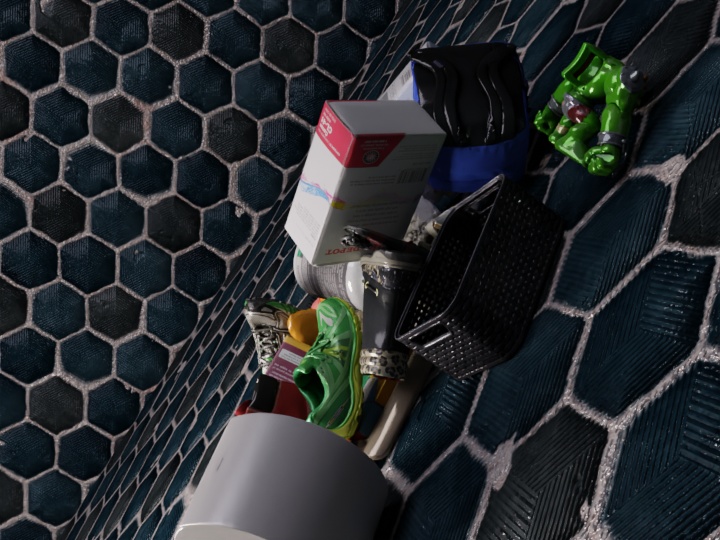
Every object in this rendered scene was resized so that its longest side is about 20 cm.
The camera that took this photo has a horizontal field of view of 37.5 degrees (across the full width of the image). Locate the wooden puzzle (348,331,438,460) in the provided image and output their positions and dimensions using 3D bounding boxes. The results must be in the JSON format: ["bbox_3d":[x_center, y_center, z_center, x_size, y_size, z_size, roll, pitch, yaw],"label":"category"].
[{"bbox_3d":[0.020,0.162,1.381,0.186,0.037,0.200,-61,14,-19],"label":"wooden puzzle"}]

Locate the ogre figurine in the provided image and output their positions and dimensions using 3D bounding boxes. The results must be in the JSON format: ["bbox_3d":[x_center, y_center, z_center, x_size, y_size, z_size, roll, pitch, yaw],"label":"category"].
[{"bbox_3d":[0.263,-0.187,1.202,0.200,0.098,0.121,-62,-3,-72],"label":"ogre figurine"}]

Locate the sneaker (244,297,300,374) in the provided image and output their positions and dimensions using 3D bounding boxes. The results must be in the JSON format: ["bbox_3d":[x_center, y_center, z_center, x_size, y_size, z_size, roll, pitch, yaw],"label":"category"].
[{"bbox_3d":[-0.122,0.109,1.580,0.077,0.201,0.086,4,55,24],"label":"sneaker"}]

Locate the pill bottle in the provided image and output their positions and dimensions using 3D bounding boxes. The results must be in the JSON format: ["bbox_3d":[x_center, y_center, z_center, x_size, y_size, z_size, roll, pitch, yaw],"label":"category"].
[{"bbox_3d":[0.000,0.000,1.544,0.199,0.113,0.114,15,70,51],"label":"pill bottle"}]

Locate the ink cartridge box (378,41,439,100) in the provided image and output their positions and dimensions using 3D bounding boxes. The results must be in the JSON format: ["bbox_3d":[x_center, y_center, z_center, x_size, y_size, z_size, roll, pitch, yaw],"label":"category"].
[{"bbox_3d":[0.132,-0.233,1.582,0.160,0.199,0.048,-47,33,35],"label":"ink cartridge box"}]

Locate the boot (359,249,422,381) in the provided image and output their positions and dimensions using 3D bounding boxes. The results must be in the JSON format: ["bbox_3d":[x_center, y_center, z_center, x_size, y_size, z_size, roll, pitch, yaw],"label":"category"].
[{"bbox_3d":[0.029,0.058,1.328,0.204,0.073,0.155,134,144,-83],"label":"boot"}]

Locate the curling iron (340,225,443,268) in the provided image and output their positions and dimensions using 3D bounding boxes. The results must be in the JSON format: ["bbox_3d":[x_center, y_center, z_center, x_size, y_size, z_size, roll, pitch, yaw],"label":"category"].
[{"bbox_3d":[0.052,-0.028,1.360,0.049,0.199,0.026,5,84,50],"label":"curling iron"}]

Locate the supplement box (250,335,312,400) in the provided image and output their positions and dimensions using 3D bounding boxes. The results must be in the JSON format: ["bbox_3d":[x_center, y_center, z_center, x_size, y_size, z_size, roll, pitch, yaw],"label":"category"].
[{"bbox_3d":[-0.096,0.209,1.471,0.201,0.110,0.086,-61,-20,-18],"label":"supplement box"}]

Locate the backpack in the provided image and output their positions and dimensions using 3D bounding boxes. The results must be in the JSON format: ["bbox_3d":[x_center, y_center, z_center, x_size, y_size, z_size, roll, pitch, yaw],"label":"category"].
[{"bbox_3d":[0.156,-0.193,1.443,0.169,0.161,0.201,76,-173,-46],"label":"backpack"}]

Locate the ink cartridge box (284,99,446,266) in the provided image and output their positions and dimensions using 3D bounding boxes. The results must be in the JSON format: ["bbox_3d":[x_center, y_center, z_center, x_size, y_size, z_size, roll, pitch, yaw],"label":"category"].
[{"bbox_3d":[0.003,-0.113,1.355,0.086,0.147,0.201,53,135,35],"label":"ink cartridge box"}]

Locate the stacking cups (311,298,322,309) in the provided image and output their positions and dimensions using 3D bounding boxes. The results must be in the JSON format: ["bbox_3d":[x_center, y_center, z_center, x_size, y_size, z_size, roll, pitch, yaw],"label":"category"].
[{"bbox_3d":[-0.027,0.028,1.815,0.200,0.060,0.061,-46,16,44],"label":"stacking cups"}]

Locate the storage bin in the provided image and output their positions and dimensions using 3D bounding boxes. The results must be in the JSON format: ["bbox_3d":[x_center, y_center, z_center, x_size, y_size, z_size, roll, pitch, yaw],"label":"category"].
[{"bbox_3d":[0.136,0.008,1.204,0.135,0.093,0.201,-35,26,57],"label":"storage bin"}]

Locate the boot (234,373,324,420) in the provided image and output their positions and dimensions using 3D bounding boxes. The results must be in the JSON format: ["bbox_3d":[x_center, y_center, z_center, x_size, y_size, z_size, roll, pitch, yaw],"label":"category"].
[{"bbox_3d":[-0.091,0.227,1.317,0.073,0.143,0.201,123,153,-51],"label":"boot"}]

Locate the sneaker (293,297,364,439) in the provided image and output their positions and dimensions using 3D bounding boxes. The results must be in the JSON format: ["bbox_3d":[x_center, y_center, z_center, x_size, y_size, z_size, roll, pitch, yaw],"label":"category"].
[{"bbox_3d":[-0.042,0.114,1.332,0.074,0.083,0.201,118,155,-47],"label":"sneaker"}]

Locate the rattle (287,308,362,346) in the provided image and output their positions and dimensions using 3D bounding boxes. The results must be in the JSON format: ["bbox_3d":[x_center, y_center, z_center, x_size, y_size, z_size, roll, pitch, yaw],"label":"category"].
[{"bbox_3d":[-0.049,0.075,1.625,0.201,0.142,0.131,-90,17,-56],"label":"rattle"}]

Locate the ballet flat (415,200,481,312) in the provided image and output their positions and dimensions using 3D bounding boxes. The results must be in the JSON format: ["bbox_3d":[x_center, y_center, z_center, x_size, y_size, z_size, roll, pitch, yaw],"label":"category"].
[{"bbox_3d":[0.110,-0.036,1.463,0.067,0.062,0.201,-34,26,57],"label":"ballet flat"}]

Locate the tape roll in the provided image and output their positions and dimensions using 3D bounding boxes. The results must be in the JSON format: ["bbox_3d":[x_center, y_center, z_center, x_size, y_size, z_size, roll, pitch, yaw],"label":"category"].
[{"bbox_3d":[-0.083,0.268,1.148,0.203,0.202,0.140,-40,20,51],"label":"tape roll"}]

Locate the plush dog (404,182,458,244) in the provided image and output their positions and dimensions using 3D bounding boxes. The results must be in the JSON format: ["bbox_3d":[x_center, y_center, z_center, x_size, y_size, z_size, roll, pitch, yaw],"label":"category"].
[{"bbox_3d":[0.062,-0.086,1.626,0.172,0.159,0.201,101,-170,-53],"label":"plush dog"}]
